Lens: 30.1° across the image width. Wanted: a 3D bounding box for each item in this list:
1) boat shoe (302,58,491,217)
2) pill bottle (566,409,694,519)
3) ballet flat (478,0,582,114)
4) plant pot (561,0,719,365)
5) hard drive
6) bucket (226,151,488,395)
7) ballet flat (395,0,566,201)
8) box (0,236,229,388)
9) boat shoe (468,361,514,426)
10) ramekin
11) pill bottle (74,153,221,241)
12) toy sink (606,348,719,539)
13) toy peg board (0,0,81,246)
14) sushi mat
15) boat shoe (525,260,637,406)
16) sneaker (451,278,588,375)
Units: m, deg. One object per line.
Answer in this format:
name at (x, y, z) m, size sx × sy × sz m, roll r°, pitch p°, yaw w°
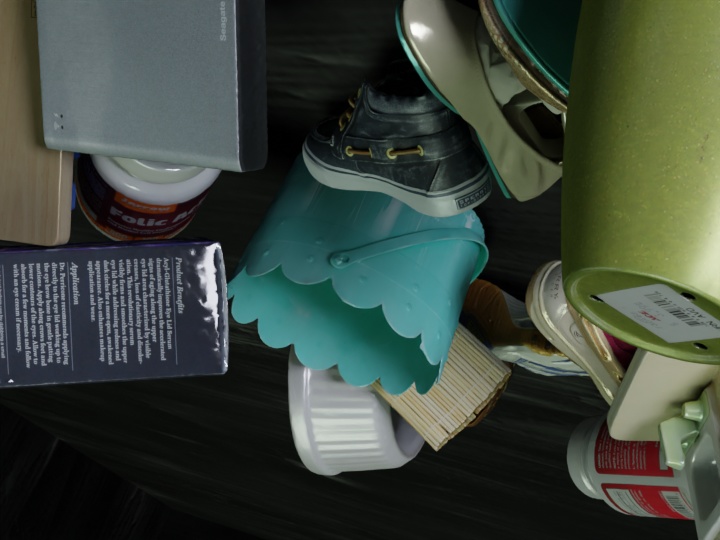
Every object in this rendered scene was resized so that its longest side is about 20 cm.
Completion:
boat shoe at (0.015, -0.105, 0.940) m, size 0.200 × 0.071 × 0.091 m, roll 22°, pitch 137°, yaw 53°
pill bottle at (0.291, 0.180, 1.282) m, size 0.112 × 0.113 × 0.200 m, roll 32°, pitch 160°, yaw -22°
ballet flat at (0.141, -0.098, 0.765) m, size 0.200 × 0.071 × 0.065 m, roll 35°, pitch 157°, yaw -6°
plant pot at (0.171, -0.065, 0.634) m, size 0.186 × 0.201 × 0.187 m, roll 22°, pitch 161°, yaw 8°
hard drive at (-0.145, -0.146, 0.918) m, size 0.199 × 0.140 × 0.033 m, roll 9°, pitch -164°, yaw 37°
bucket at (0.000, 0.000, 1.106) m, size 0.206 × 0.135 × 0.207 m, roll 22°, pitch 160°, yaw 8°
ballet flat at (0.090, -0.114, 0.835) m, size 0.069 × 0.070 × 0.200 m, roll 11°, pitch 159°, yaw 34°
box at (-0.210, 0.030, 1.066) m, size 0.199 × 0.105 × 0.148 m, roll -4°, pitch -177°, yaw -12°
boat shoe at (0.118, 0.108, 1.366) m, size 0.072 × 0.068 × 0.200 m, roll 19°, pitch 160°, yaw 13°
ramekin at (0.010, 0.100, 1.298) m, size 0.094 × 0.203 × 0.203 m, roll 2°, pitch 154°, yaw 19°
pill bottle at (-0.170, -0.097, 1.090) m, size 0.114 × 0.115 × 0.200 m, roll 27°, pitch 162°, yaw -8°
toy sink at (0.281, 0.120, 0.897) m, size 0.199 × 0.112 × 0.131 m, roll 2°, pitch 142°, yaw -6°
toy peg board at (-0.295, -0.133, 1.074) m, size 0.198 × 0.201 × 0.098 m, roll 7°, pitch -172°, yaw 21°
sushi mat at (0.034, 0.061, 1.190) m, size 0.200 × 0.096 × 0.012 m, roll 43°, pitch 179°, yaw 25°
boat shoe at (0.207, 0.063, 0.964) m, size 0.200 × 0.074 × 0.069 m, roll 36°, pitch 161°, yaw -22°
sneaker at (0.141, 0.063, 1.209) m, size 0.199 × 0.076 × 0.088 m, roll 12°, pitch 158°, yaw 34°
